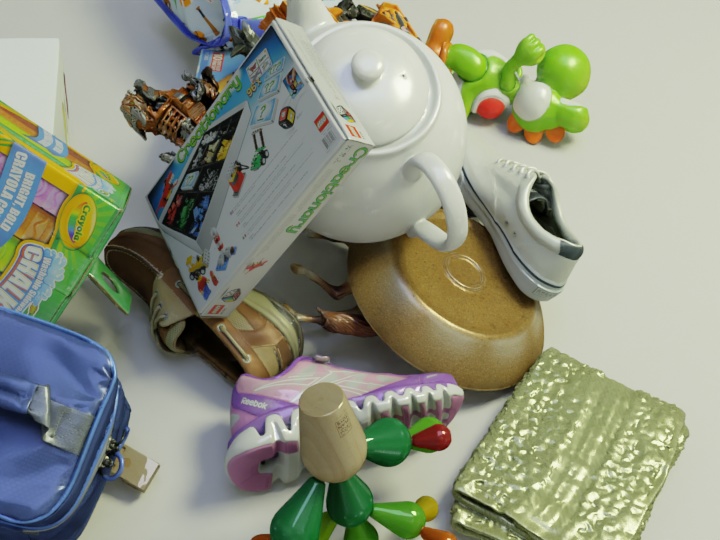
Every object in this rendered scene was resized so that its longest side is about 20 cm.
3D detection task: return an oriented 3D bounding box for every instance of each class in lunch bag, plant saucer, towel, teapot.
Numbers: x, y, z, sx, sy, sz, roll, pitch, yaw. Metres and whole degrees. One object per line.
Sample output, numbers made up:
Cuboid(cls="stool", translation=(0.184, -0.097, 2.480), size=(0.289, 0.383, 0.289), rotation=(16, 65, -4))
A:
Cuboid(cls="lunch bag", translation=(-0.252, 0.104, 0.683), size=(0.197, 0.133, 0.138), rotation=(17, 66, 2))
Cuboid(cls="plant saucer", translation=(0.084, 0.011, 0.875), size=(0.197, 0.036, 0.202), rotation=(18, 44, -18))
Cuboid(cls="lunch bag", translation=(-0.124, -0.309, 1.125), size=(0.168, 0.125, 0.200), rotation=(-10, 41, -34))
Cuboid(cls="towel", translation=(0.167, 0.154, 0.791), size=(0.147, 0.037, 0.200), rotation=(25, 49, 17))
Cuboid(cls="teapot", translation=(0.005, -0.125, 0.813), size=(0.197, 0.146, 0.200), rotation=(14, 69, 0))

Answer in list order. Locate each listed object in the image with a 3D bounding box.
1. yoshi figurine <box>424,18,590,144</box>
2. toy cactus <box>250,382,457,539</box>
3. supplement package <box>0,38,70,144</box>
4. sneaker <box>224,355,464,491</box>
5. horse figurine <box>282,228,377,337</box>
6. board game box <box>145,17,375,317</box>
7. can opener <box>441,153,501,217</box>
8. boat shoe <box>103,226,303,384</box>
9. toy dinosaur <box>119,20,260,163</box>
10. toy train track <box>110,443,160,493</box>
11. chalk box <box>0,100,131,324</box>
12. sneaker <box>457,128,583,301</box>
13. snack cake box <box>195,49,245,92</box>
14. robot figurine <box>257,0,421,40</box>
Cuboid(cls="yoshi figurine", translation=(0.172, -0.224, 1.112), size=(0.198, 0.113, 0.113), rotation=(25, 41, 12))
Cuboid(cls="toy cactus", translation=(-0.009, 0.152, 0.678), size=(0.198, 0.167, 0.102), rotation=(-31, 42, -21))
Cuboid(cls="supplement package", translation=(-0.354, -0.113, 0.925), size=(0.153, 0.112, 0.202), rotation=(-3, 47, -10))
Cuboid(cls="sneaker", translation=(-0.017, 0.102, 0.783), size=(0.197, 0.081, 0.089), rotation=(-10, 48, -16))
Cuboid(cls="horse figurine", translation=(0.000, 0.000, 0.902), size=(0.130, 0.050, 0.201), rotation=(13, 40, -7))
Cuboid(cls="board game box", translation=(-0.086, -0.075, 0.772), size=(0.034, 0.200, 0.127), rotation=(4, 48, -48))
Cuboid(cls="can opener", translation=(0.047, -0.107, 1.006), size=(0.197, 0.064, 0.079), rotation=(12, 32, 5))
Cuboid(cls="boat shoe", translation=(-0.143, 0.032, 0.840), size=(0.198, 0.076, 0.074), rotation=(28, 52, 20))
Cuboid(cls="toy dinosaur", translation=(-0.114, -0.134, 0.918), size=(0.198, 0.102, 0.137), rotation=(30, 59, -19))
Cuboid(cls="toy train track", translation=(-0.245, 0.115, 0.770), size=(0.198, 0.033, 0.116), rotation=(27, 67, 6))
Cuboid(cls="chalk box", translation=(-0.259, -0.037, 0.781), size=(0.199, 0.125, 0.125), rotation=(33, 5, -17))
Cuboid(cls="sneaker", translation=(0.144, -0.068, 0.910), size=(0.072, 0.071, 0.201), rotation=(5, 45, -41))
Cuboid(cls="snack cake box", translation=(-0.116, -0.135, 1.010), size=(0.113, 0.068, 0.202), rotation=(4, 46, -3))
Cuboid(cls="robot figurine", translation=(-0.004, -0.230, 1.033), size=(0.199, 0.058, 0.146), rotation=(-18, 71, -47))
